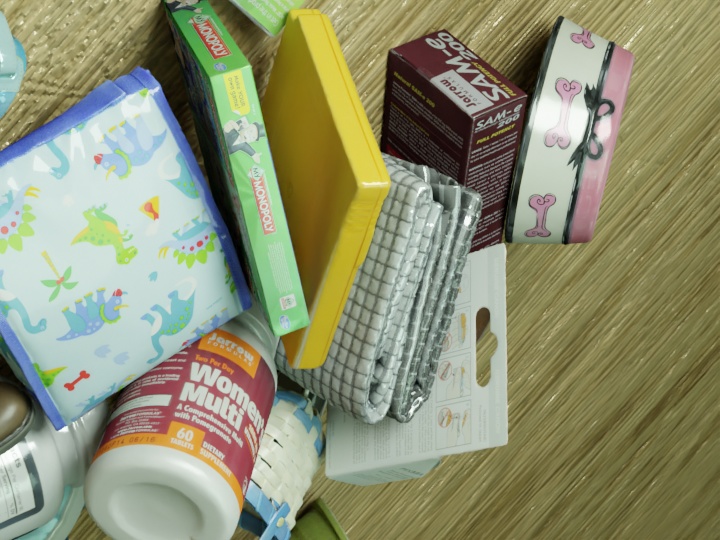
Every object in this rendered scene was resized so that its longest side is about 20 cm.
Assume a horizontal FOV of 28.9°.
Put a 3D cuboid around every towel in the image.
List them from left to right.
[{"bbox_3d":[0.000,0.000,1.092,0.085,0.165,0.201,3,107,-41],"label":"towel"}]

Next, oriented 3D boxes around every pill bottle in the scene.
[{"bbox_3d":[-0.281,0.143,1.001,0.200,0.120,0.120,-23,140,-33],"label":"pill bottle"},{"bbox_3d":[-0.121,0.101,1.017,0.200,0.109,0.110,-76,176,-49],"label":"pill bottle"}]

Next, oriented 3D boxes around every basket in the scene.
[{"bbox_3d":[-0.135,0.174,1.155,0.200,0.176,0.139,-58,151,-18],"label":"basket"}]

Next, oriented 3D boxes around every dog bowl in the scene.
[{"bbox_3d":[0.182,-0.113,1.205,0.200,0.074,0.201,15,90,-81],"label":"dog bowl"}]

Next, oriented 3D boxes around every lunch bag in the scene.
[{"bbox_3d":[-0.185,-0.021,0.929,0.170,0.127,0.200,-35,146,-17],"label":"lunch bag"}]

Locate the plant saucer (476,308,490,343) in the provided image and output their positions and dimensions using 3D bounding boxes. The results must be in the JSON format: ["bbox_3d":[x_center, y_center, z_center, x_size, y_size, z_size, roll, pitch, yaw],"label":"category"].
[{"bbox_3d":[0.052,0.054,1.359,0.200,0.034,0.201,-30,143,-26],"label":"plant saucer"}]

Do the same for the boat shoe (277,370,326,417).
[{"bbox_3d":[-0.047,0.100,1.268,0.057,0.067,0.201,-3,124,-41],"label":"boat shoe"}]

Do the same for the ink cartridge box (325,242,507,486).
[{"bbox_3d":[0.053,0.080,1.122,0.200,0.163,0.057,-15,156,40],"label":"ink cartridge box"}]

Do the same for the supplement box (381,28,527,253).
[{"bbox_3d":[0.071,-0.086,1.167,0.061,0.109,0.200,-26,142,-27],"label":"supplement box"}]

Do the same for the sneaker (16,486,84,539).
[{"bbox_3d":[-0.302,0.210,1.089,0.200,0.074,0.082,-42,150,-9],"label":"sneaker"}]

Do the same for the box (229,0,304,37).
[{"bbox_3d":[-0.039,-0.268,0.922,0.200,0.036,0.144,-50,147,3],"label":"box"}]

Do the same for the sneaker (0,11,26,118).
[{"bbox_3d":[-0.246,-0.147,0.777,0.130,0.080,0.200,-19,147,-33],"label":"sneaker"}]

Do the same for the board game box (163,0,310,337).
[{"bbox_3d":[-0.084,-0.072,0.943,0.029,0.135,0.201,-19,126,-11],"label":"board game box"}]

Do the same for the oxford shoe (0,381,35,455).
[{"bbox_3d":[-0.309,0.094,0.896,0.199,0.073,0.085,-6,136,-19],"label":"oxford shoe"}]

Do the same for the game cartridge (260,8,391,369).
[{"bbox_3d":[-0.036,-0.058,0.986,0.032,0.177,0.200,-3,142,-22],"label":"game cartridge"}]

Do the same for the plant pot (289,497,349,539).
[{"bbox_3d":[-0.078,0.362,1.417,0.184,0.201,0.201,-26,143,-11],"label":"plant pot"}]
